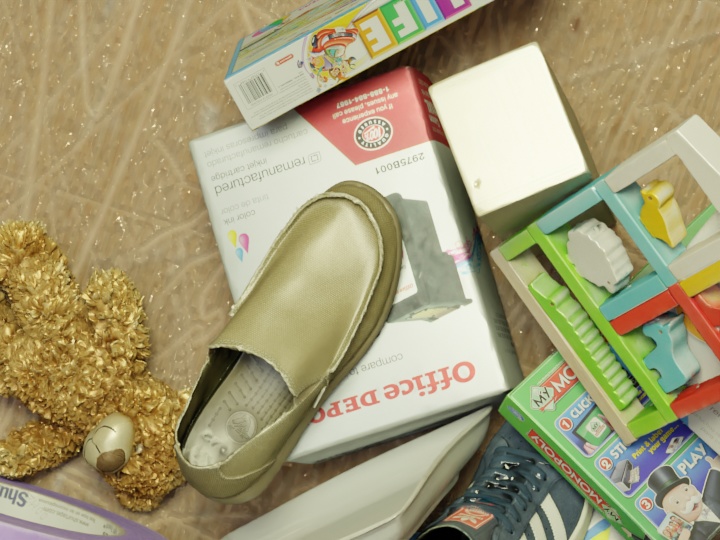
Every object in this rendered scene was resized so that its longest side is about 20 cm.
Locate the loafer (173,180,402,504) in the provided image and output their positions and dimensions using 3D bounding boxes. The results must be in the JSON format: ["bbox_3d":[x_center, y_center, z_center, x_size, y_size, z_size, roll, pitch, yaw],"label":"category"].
[{"bbox_3d":[-0.041,0.042,1.151,0.076,0.067,0.201,27,92,13],"label":"loafer"}]

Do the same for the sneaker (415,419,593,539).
[{"bbox_3d":[0.072,0.143,1.132,0.075,0.085,0.201,4,54,29],"label":"sneaker"}]

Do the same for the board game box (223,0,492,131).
[{"bbox_3d":[0.018,-0.156,1.206,0.199,0.135,0.034,-28,104,8],"label":"board game box"}]

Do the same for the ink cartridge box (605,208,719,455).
[{"bbox_3d":[0.224,0.011,1.060,0.115,0.200,0.068,41,51,10],"label":"ink cartridge box"}]

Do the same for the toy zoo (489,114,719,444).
[{"bbox_3d":[0.161,0.004,1.045,0.020,0.200,0.131,-37,92,-37],"label":"toy zoo"}]

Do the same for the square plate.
[{"bbox_3d":[-0.028,0.150,1.142,0.198,0.200,0.029,-28,93,21],"label":"square plate"}]

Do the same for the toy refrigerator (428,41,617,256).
[{"bbox_3d":[0.091,-0.060,1.150,0.070,0.200,0.076,-22,81,9],"label":"toy refrigerator"}]

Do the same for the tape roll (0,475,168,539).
[{"bbox_3d":[-0.213,0.172,1.192,0.199,0.200,0.085,17,89,12],"label":"tape roll"}]

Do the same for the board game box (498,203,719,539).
[{"bbox_3d":[0.193,0.059,1.165,0.200,0.029,0.135,-41,78,-22],"label":"board game box"}]

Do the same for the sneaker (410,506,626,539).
[{"bbox_3d":[0.067,0.175,1.201,0.200,0.076,0.105,-42,79,6],"label":"sneaker"}]

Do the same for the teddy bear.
[{"bbox_3d":[-0.182,0.060,1.263,0.145,0.067,0.201,-29,80,10],"label":"teddy bear"}]

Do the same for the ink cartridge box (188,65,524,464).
[{"bbox_3d":[0.000,0.000,1.224,0.145,0.083,0.201,-18,82,9],"label":"ink cartridge box"}]
